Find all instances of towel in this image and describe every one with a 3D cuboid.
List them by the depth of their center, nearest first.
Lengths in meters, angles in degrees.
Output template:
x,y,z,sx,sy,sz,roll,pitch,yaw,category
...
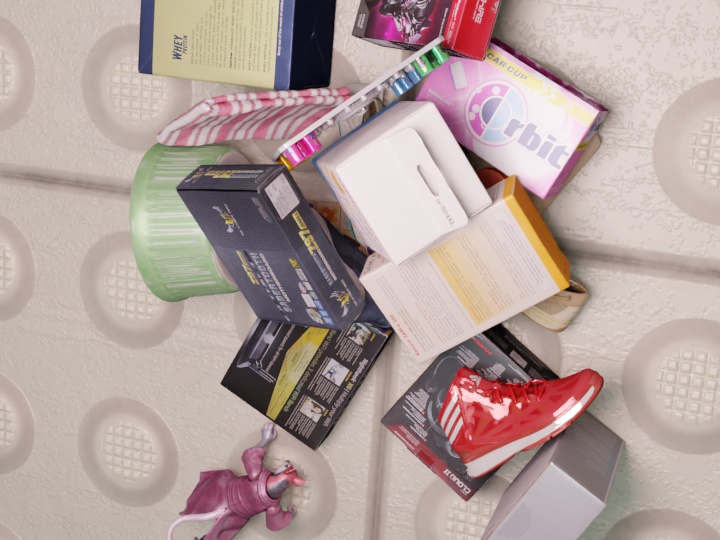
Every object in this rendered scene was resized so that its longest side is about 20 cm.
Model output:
x,y,z,sx,sy,sz,roll,pitch,yaw,category
-0.123,-0.177,1.293,0.146,0.199,0.030,-20,81,58,towel

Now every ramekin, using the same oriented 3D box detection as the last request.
x,y,z,sx,sy,sz,roll,pitch,yaw,category
-0.194,-0.061,1.363,0.097,0.200,0.201,-1,101,18,ramekin

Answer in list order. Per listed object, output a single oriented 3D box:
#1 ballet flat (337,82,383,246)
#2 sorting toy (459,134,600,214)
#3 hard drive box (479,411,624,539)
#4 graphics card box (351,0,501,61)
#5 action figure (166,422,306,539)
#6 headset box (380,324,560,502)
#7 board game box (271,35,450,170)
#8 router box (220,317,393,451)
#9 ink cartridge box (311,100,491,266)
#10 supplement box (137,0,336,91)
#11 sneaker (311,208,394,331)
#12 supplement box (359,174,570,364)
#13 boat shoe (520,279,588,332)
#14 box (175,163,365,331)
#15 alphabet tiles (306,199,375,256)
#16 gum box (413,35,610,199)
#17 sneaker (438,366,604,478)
x,y,z,sx,sy,sz,roll,pitch,yaw,category
0.012,-0.131,1.330,0.069,0.069,0.201,-8,85,21,ballet flat
0.152,-0.148,1.307,0.200,0.036,0.185,42,111,7,sorting toy
0.221,0.264,1.282,0.077,0.200,0.156,38,112,9,hard drive box
0.076,-0.307,1.227,0.200,0.051,0.126,25,102,54,graphics card box
-0.159,0.295,1.462,0.200,0.149,0.134,-30,84,36,action figure
0.134,0.172,1.361,0.149,0.077,0.200,42,112,7,headset box
-0.004,-0.171,1.184,0.200,0.200,0.026,-35,96,-4,board game box
-0.068,0.109,1.427,0.157,0.052,0.200,35,113,7,router box
0.042,-0.099,1.203,0.125,0.200,0.129,-34,102,-3,ink cartridge box
-0.144,-0.326,1.322,0.199,0.134,0.201,9,104,18,supplement box
-0.001,0.002,1.370,0.077,0.146,0.203,-59,40,27,sneaker
0.117,0.000,1.232,0.200,0.074,0.126,-29,106,20,supplement box
0.173,-0.004,1.301,0.200,0.071,0.065,28,121,-6,boat shoe
-0.101,-0.026,1.232,0.157,0.051,0.200,7,134,47,box
-0.060,-0.009,1.429,0.199,0.006,0.167,8,104,18,alphabet tiles
0.163,-0.184,1.244,0.200,0.066,0.114,36,111,15,gum box
0.170,0.145,1.261,0.200,0.078,0.116,-38,89,20,sneaker
